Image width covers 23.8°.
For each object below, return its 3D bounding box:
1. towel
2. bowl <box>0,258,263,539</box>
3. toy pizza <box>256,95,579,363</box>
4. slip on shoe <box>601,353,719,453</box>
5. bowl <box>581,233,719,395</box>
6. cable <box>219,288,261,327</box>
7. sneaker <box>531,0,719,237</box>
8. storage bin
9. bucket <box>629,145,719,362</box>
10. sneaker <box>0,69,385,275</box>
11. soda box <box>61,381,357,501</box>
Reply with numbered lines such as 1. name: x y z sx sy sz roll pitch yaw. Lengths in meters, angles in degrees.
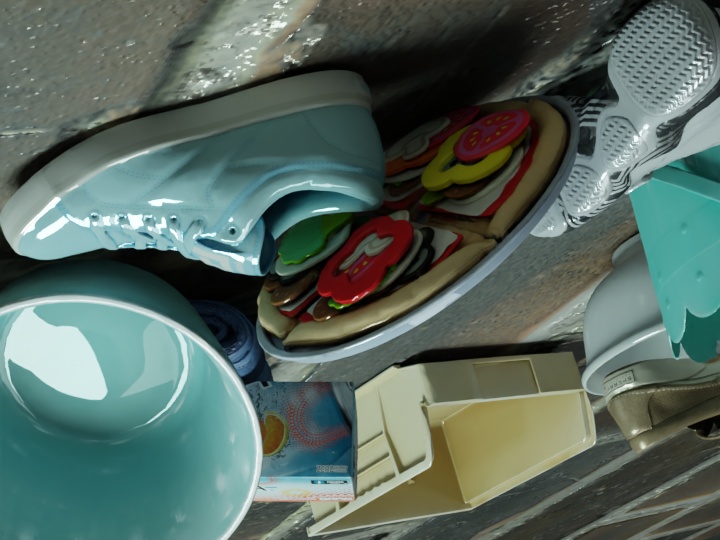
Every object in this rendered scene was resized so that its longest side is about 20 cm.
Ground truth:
1. towel: -0.114 0.064 1.126 0.110 0.049 0.200 1 159 3
2. bowl: -0.155 0.075 0.977 0.198 0.105 0.203 -2 120 -3
3. toy pizza: 0.022 -0.030 0.870 0.199 0.032 0.201 -33 -158 15
4. slip on shoe: 0.265 0.098 1.293 0.198 0.061 0.076 0 156 -42
5. bowl: 0.247 0.016 1.280 0.199 0.091 0.201 -15 162 -5
6. cable: 0.000 0.000 1.117 0.198 0.051 0.097 -12 173 26
7. sneaker: 0.169 -0.079 0.947 0.114 0.076 0.200 -4 154 -29
8. storage bin: 0.073 0.148 1.506 0.198 0.095 0.198 -2 157 -39
9. bucket: 0.258 -0.043 1.041 0.205 0.136 0.207 -16 161 -5
10. sneaker: -0.081 -0.032 0.845 0.198 0.083 0.074 -20 161 7
11. soda box: -0.101 0.108 1.082 0.197 0.064 0.069 0 160 1
